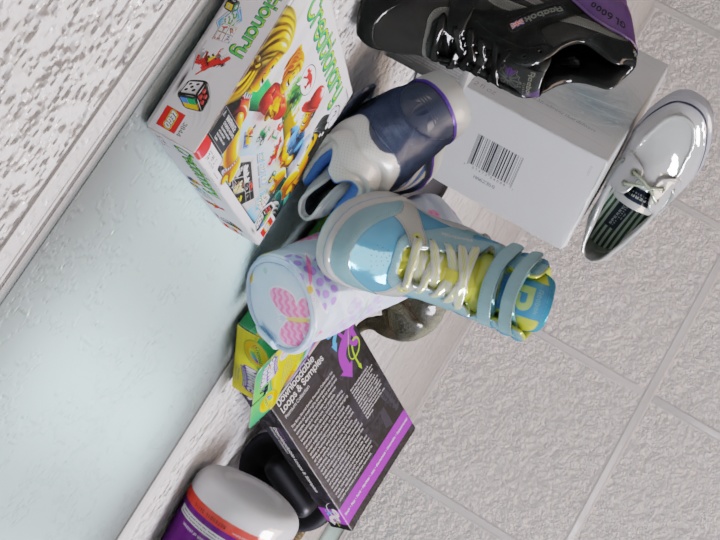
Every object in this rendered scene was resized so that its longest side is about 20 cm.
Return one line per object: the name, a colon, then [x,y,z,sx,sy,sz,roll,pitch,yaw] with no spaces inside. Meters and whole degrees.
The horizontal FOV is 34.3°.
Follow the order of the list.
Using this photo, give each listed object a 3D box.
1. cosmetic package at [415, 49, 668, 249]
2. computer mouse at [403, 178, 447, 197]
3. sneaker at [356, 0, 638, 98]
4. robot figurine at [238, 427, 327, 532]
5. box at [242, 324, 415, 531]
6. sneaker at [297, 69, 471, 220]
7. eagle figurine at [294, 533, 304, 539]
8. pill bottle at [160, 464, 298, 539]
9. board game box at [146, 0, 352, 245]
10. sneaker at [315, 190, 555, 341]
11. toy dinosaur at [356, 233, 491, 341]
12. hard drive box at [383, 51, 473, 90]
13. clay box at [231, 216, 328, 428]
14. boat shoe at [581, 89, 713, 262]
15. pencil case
cosmetic package: [0.172,-0.163,1.169,0.200,0.199,0.123,-50,166,-44]
computer mouse: [0.053,-0.079,1.237,0.200,0.053,0.139,-49,164,-48]
sneaker: [0.097,-0.165,0.817,0.076,0.198,0.088,91,-5,-56]
robot figurine: [-0.056,0.212,1.293,0.200,0.149,0.126,-38,132,-64]
box: [-0.028,0.139,1.168,0.143,0.036,0.201,-53,128,-36]
sneaker: [-0.001,-0.085,0.955,0.146,0.081,0.200,-34,178,-18]
eagle figurine: [-0.097,0.334,1.379,0.199,0.152,0.152,-15,157,-35]
pill bottle: [-0.149,0.296,1.115,0.201,0.112,0.112,-61,170,4]
board game box: [-0.058,-0.099,0.698,0.127,0.034,0.200,-59,170,-8]
sneaker: [0.070,0.000,0.869,0.199,0.130,0.080,6,105,-47]
toy dinosaur: [0.053,0.029,1.220,0.200,0.102,0.077,-48,175,19]
hard drive box: [0.102,-0.264,0.900,0.156,0.077,0.200,-54,168,-35]
clay box: [-0.055,0.035,1.038,0.200,0.047,0.115,-53,167,-32]
boat shoe: [0.272,-0.079,1.109,0.067,0.073,0.201,-53,168,-43]
pencil case: [0.000,0.000,0.962,0.199,0.083,0.091,-22,159,-41]
